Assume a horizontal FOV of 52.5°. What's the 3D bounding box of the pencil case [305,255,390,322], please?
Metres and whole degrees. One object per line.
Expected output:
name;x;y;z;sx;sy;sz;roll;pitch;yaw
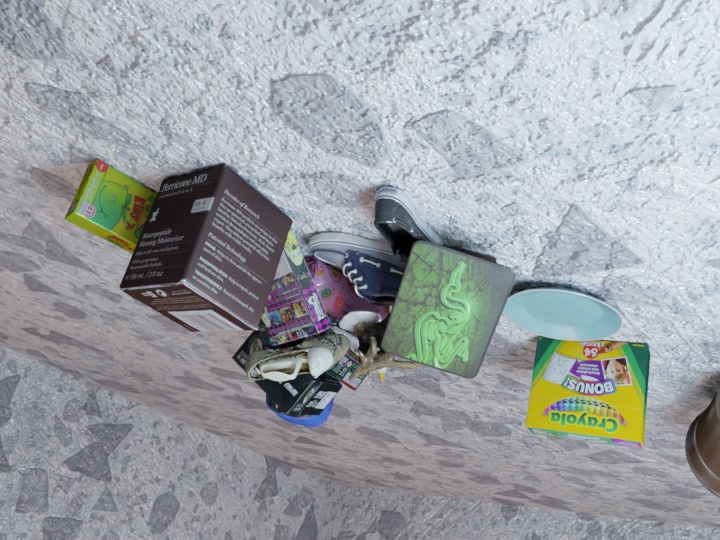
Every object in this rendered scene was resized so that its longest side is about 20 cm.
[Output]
pencil case;-0.034;0.053;1.342;0.199;0.089;0.087;33;151;-33

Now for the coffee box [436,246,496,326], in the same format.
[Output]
coffee box;0.160;0.061;1.205;0.078;0.115;0.201;13;155;4

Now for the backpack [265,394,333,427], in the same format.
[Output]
backpack;-0.120;0.260;1.700;0.159;0.203;0.168;6;155;18

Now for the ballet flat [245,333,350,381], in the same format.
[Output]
ballet flat;-0.112;0.168;1.318;0.196;0.076;0.069;-10;118;2

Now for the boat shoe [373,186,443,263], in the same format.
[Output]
boat shoe;0.070;-0.044;1.088;0.069;0.067;0.200;3;153;25

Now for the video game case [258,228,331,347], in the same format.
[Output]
video game case;-0.146;0.036;1.292;0.035;0.184;0.199;-23;-179;-36

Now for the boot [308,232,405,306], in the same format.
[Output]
boot;0.000;0.000;1.196;0.196;0.092;0.073;9;156;14

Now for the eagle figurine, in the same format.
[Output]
eagle figurine;0.031;0.116;1.248;0.150;0.201;0.153;25;116;-2

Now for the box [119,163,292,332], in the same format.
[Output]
box;-0.238;-0.027;1.145;0.164;0.203;0.164;-6;149;38

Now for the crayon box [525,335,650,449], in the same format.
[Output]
crayon box;0.409;0.215;1.313;0.197;0.175;0.058;1;154;28

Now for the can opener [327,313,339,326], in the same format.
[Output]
can opener;-0.013;0.093;1.467;0.197;0.079;0.064;21;117;-19

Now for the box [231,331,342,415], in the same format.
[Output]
box;-0.143;0.206;1.480;0.163;0.086;0.200;41;-179;20

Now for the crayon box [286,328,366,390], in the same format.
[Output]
crayon box;-0.095;0.141;1.485;0.199;0.059;0.172;39;180;-41

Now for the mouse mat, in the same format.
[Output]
mouse mat;0.127;0.062;1.090;0.158;0.008;0.203;17;118;1

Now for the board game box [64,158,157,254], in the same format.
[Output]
board game box;-0.377;-0.087;1.222;0.199;0.103;0.047;32;150;-32

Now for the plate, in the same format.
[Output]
plate;0.337;0.068;1.222;0.196;0.026;0.201;12;156;5

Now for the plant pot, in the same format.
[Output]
plant pot;0.697;0.289;1.298;0.197;0.203;0.199;6;148;19
